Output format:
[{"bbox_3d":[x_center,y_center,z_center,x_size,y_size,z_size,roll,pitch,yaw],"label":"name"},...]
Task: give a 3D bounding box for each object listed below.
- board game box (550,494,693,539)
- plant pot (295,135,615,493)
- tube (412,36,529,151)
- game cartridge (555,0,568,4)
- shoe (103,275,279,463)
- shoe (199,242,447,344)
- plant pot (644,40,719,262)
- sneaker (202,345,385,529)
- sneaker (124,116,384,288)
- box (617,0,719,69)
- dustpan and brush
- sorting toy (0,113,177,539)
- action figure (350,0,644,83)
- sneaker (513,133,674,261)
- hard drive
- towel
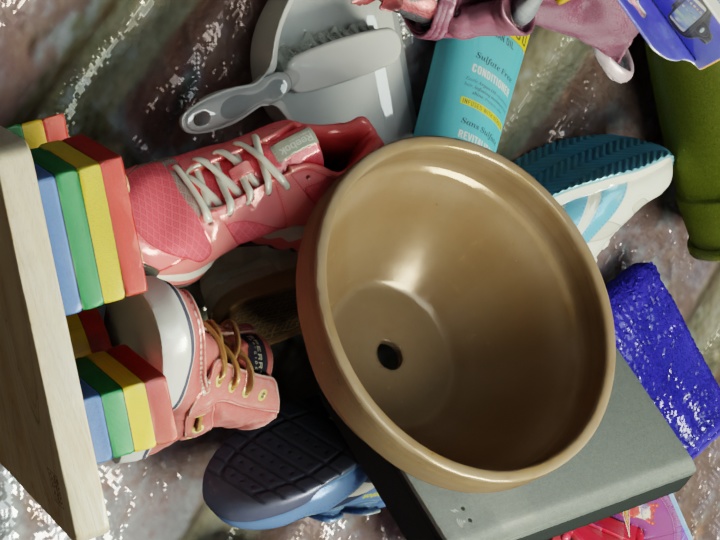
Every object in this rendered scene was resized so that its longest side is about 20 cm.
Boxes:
[{"bbox_3d":[0.132,0.191,1.602,0.039,0.157,0.201,-72,141,-57],"label":"board game box"},{"bbox_3d":[0.037,0.034,1.413,0.200,0.093,0.202,15,63,-30],"label":"plant pot"},{"bbox_3d":[0.068,-0.114,1.567,0.077,0.050,0.201,35,61,-42],"label":"tube"},{"bbox_3d":[0.132,-0.270,1.466,0.176,0.032,0.201,-26,87,-37],"label":"game cartridge"},{"bbox_3d":[-0.089,0.047,1.382,0.090,0.200,0.072,-15,72,-18],"label":"shoe"},{"bbox_3d":[0.000,0.000,1.499,0.198,0.054,0.070,-9,133,-19],"label":"shoe"},{"bbox_3d":[0.268,-0.137,1.648,0.200,0.200,0.194,-32,102,-30],"label":"plant pot"},{"bbox_3d":[-0.012,0.116,1.515,0.199,0.074,0.083,-24,137,-39],"label":"sneaker"},{"bbox_3d":[-0.065,-0.052,1.391,0.199,0.087,0.074,-16,68,-48],"label":"sneaker"},{"bbox_3d":[0.209,-0.206,1.452,0.119,0.041,0.200,52,52,-8],"label":"box"},{"bbox_3d":[-0.036,-0.115,1.481,0.199,0.057,0.141,-22,110,-33],"label":"dustpan and brush"},{"bbox_3d":[-0.161,0.011,1.309,0.069,0.199,0.202,-16,107,-19],"label":"sorting toy"},{"bbox_3d":[0.077,-0.181,1.526,0.199,0.134,0.149,-19,146,-25],"label":"action figure"},{"bbox_3d":[0.119,-0.022,1.614,0.199,0.076,0.081,-30,121,-23],"label":"sneaker"},{"bbox_3d":[0.088,0.094,1.500,0.199,0.033,0.140,-14,61,-38],"label":"hard drive"},{"bbox_3d":[0.158,0.109,1.672,0.200,0.049,0.148,-44,121,-24],"label":"towel"}]
